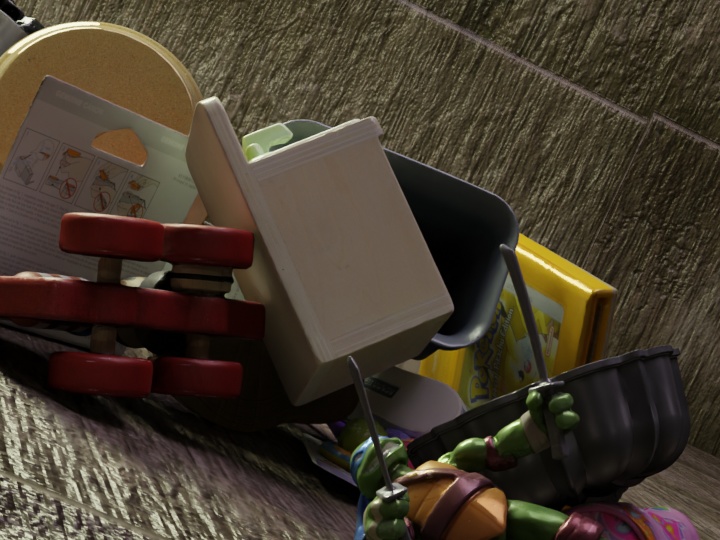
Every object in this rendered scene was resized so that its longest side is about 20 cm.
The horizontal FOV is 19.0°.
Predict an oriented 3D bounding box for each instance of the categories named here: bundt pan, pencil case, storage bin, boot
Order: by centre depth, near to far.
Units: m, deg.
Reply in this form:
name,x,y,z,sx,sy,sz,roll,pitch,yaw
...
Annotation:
name,x,y,z,sx,sy,sz,roll,pitch,yaw
bundt pan,0.134,0.122,1.450,0.076,0.201,0.202,69,14,11
pencil case,0.186,0.205,1.503,0.087,0.088,0.200,26,2,19
boot,-0.112,0.062,1.598,0.155,0.073,0.199,20,9,39
storage bin,0.000,0.000,1.615,0.199,0.147,0.134,21,-19,-3
boot,0.009,0.113,1.689,0.199,0.073,0.091,28,-30,39

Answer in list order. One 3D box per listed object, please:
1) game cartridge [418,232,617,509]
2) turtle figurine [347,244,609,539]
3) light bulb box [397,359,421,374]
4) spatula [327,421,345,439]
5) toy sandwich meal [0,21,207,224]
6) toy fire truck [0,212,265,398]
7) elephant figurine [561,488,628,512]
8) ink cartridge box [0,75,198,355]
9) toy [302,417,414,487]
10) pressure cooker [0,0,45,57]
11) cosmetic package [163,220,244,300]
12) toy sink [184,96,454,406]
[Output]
name,x,y,z,sx,sy,sz,roll,pitch,yaw
game cartridge,0.114,0.064,1.653,0.032,0.178,0.200,-2,20,-33
turtle figurine,0.077,0.124,1.212,0.193,0.201,0.144,36,22,22
light bulb box,0.056,0.052,1.914,0.124,0.201,0.198,24,3,-9
spatula,-0.040,0.114,1.762,0.056,0.021,0.200,24,2,-37
toy sandwich meal,-0.203,-0.100,1.673,0.204,0.206,0.070,25,-23,-1
toy fire truck,-0.169,0.023,1.414,0.167,0.113,0.199,4,-2,41
elephant figurine,0.169,0.159,1.718,0.154,0.143,0.199,4,9,-39
ink cartridge box,-0.210,-0.040,1.537,0.043,0.175,0.200,27,3,36
toy,0.020,0.139,1.560,0.115,0.047,0.200,27,3,-4
pressure cooker,-0.352,-0.124,1.754,0.179,0.200,0.176,44,-25,-14
cosmetic package,-0.145,0.014,1.785,0.199,0.114,0.081,25,2,23
toy sink,-0.029,-0.029,1.479,0.201,0.111,0.130,65,-16,11
